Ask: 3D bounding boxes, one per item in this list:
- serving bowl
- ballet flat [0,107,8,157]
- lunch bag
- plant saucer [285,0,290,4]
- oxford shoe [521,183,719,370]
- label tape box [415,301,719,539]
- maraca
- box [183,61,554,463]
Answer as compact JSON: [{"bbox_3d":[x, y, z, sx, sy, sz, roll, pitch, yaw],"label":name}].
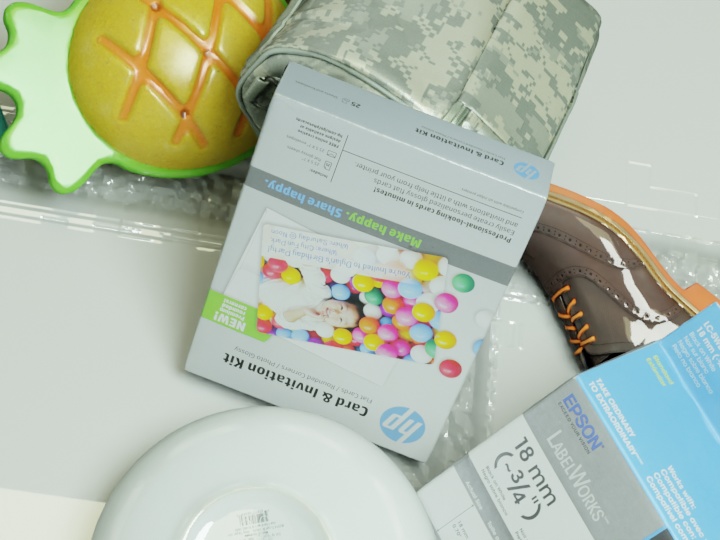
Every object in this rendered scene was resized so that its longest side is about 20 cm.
[{"bbox_3d":[-0.054,0.163,0.967,0.199,0.066,0.201,0,69,1],"label":"serving bowl"},{"bbox_3d":[-0.269,-0.140,1.099,0.071,0.072,0.201,-15,67,-17],"label":"ballet flat"},{"bbox_3d":[0.030,-0.123,1.069,0.168,0.139,0.200,40,49,-13],"label":"lunch bag"},{"bbox_3d":[-0.061,-0.218,1.187,0.199,0.032,0.201,4,66,-10],"label":"plant saucer"},{"bbox_3d":[0.145,0.015,1.099,0.200,0.071,0.073,36,68,6],"label":"oxford shoe"},{"bbox_3d":[0.141,0.130,0.976,0.063,0.200,0.145,-3,58,-56],"label":"label tape box"},{"bbox_3d":[-0.127,-0.119,1.080,0.199,0.107,0.138,-17,92,-22],"label":"maraca"},{"bbox_3d":[0.000,0.000,1.006,0.155,0.200,0.041,21,37,-1],"label":"box"}]
